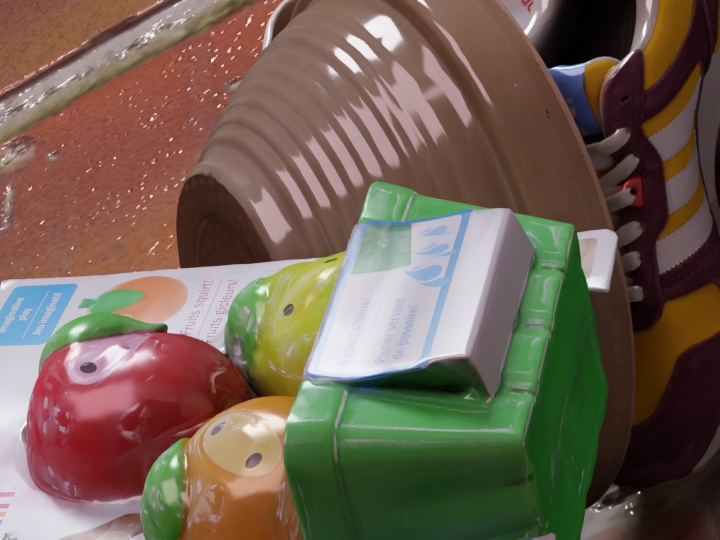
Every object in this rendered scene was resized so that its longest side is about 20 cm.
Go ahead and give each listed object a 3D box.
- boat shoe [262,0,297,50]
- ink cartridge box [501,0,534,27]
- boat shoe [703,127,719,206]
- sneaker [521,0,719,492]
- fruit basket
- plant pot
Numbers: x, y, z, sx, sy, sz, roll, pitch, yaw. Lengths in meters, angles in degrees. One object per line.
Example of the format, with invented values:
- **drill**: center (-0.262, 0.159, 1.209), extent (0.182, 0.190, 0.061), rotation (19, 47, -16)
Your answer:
- **boat shoe**: center (-0.018, -0.050, 1.138), extent (0.071, 0.070, 0.200), rotation (-26, 32, 19)
- **ink cartridge box**: center (0.121, -0.101, 1.064), extent (0.200, 0.068, 0.115), rotation (-36, 30, 5)
- **boat shoe**: center (0.156, -0.030, 0.940), extent (0.198, 0.074, 0.067), rotation (-10, 67, 22)
- **sneaker**: center (0.079, -0.030, 0.894), extent (0.075, 0.090, 0.201), rotation (-6, 79, 34)
- **fruit basket**: center (-0.035, 0.041, 0.762), extent (0.199, 0.094, 0.186), rotation (1, 34, 13)
- **plant pot**: center (0.000, 0.000, 0.907), extent (0.092, 0.202, 0.201), rotation (-18, 24, -22)
